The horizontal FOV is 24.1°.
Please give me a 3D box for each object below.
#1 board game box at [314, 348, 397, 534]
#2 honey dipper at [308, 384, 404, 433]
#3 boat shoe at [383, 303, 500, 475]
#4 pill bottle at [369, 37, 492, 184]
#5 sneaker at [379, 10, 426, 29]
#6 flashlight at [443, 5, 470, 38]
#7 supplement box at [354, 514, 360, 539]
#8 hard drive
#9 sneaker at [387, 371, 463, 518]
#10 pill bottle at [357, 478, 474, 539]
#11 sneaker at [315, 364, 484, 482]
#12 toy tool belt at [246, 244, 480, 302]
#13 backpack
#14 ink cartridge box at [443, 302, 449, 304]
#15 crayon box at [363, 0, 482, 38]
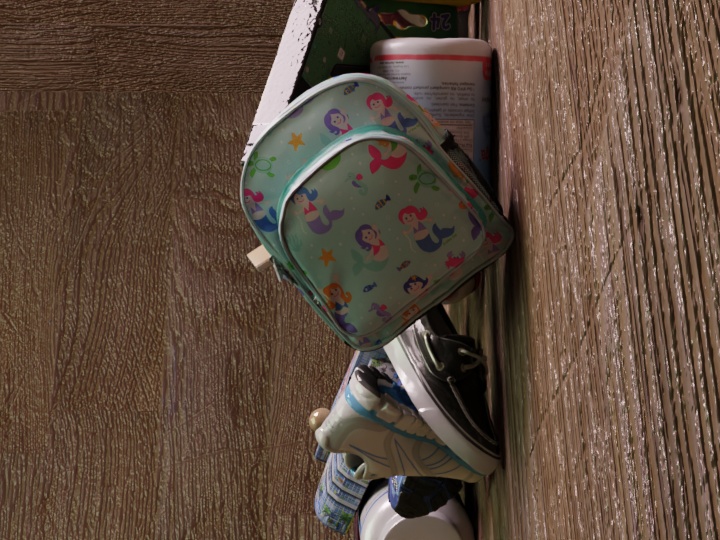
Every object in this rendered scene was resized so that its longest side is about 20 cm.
[{"bbox_3d":[0.010,0.130,1.725,0.200,0.062,0.200,-70,1,-57],"label":"board game box"},{"bbox_3d":[0.030,0.111,1.496,0.038,0.200,0.038,18,116,44],"label":"honey dipper"},{"bbox_3d":[0.072,0.082,1.438,0.071,0.064,0.200,27,-154,-54],"label":"boat shoe"},{"bbox_3d":[0.062,-0.103,1.494,0.109,0.108,0.201,-108,19,-85],"label":"pill bottle"},{"bbox_3d":[0.028,-0.222,1.687,0.200,0.075,0.090,41,-113,-38],"label":"sneaker"},{"bbox_3d":[0.081,-0.218,1.647,0.068,0.068,0.201,-15,-74,-64],"label":"flashlight"},{"bbox_3d":[0.046,0.250,1.965,0.200,0.110,0.086,-93,3,-65],"label":"supplement box"},{"bbox_3d":[-0.030,-0.146,1.482,0.140,0.038,0.200,43,-122,-50],"label":"hard drive"},{"bbox_3d":[0.056,0.153,1.577,0.075,0.078,0.200,46,-142,-26],"label":"sneaker"},{"bbox_3d":[0.054,0.260,1.656,0.200,0.112,0.113,-108,19,-85],"label":"pill bottle"},{"bbox_3d":[0.033,0.150,1.452,0.200,0.087,0.075,32,-163,-43],"label":"sneaker"},{"bbox_3d":[0.000,0.000,1.596,0.123,0.200,0.125,-35,-42,-39],"label":"toy tool belt"},{"bbox_3d":[0.003,-0.053,1.336,0.200,0.177,0.151,53,-172,-3],"label":"backpack"},{"bbox_3d":[0.048,-0.026,1.819,0.200,0.116,0.068,93,177,-70],"label":"ink cartridge box"},{"bbox_3d":[0.050,-0.318,1.557,0.052,0.125,0.201,3,94,62],"label":"crayon box"}]
